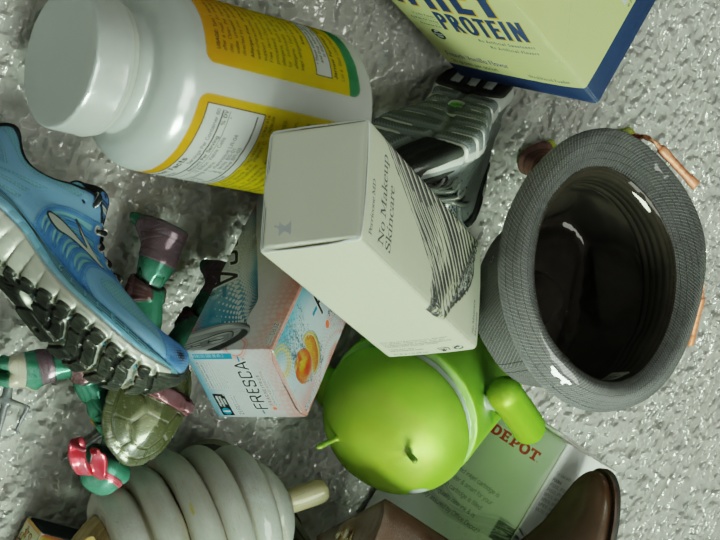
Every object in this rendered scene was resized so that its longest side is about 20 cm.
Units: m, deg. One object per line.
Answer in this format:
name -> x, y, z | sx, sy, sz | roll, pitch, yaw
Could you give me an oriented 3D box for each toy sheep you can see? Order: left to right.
toy sheep -> -0.110, 0.183, 1.038 | 0.199, 0.138, 0.139 | -15, 119, -28

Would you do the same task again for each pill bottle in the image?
pill bottle -> -0.099, -0.111, 0.953 | 0.199, 0.113, 0.113 | 8, 105, -41

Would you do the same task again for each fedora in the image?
fedora -> 0.147, 0.007, 1.078 | 0.177, 0.090, 0.201 | 40, 58, -23

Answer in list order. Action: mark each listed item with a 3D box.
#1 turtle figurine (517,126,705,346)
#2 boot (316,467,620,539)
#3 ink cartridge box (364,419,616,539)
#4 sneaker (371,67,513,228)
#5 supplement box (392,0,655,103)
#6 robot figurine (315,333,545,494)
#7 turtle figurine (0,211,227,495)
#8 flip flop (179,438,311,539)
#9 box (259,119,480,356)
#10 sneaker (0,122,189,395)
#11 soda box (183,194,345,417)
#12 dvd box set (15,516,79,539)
turtle figurine -> 0.190, -0.030, 1.189 | 0.064, 0.161, 0.201 | -38, 129, -20
boot -> 0.074, 0.192, 1.091 | 0.199, 0.064, 0.187 | 29, 82, -24
ink cartridge box -> 0.087, 0.200, 1.223 | 0.083, 0.147, 0.201 | 32, 90, -43
sneaker -> 0.055, -0.061, 1.089 | 0.200, 0.075, 0.116 | -40, 143, -54
supplement box -> 0.107, -0.255, 1.023 | 0.200, 0.134, 0.201 | 40, 75, -42
robot figurine -> 0.047, 0.085, 1.134 | 0.200, 0.174, 0.116 | -42, 128, -53
turtle figurine -> -0.151, 0.072, 1.009 | 0.201, 0.100, 0.150 | -63, 147, -12
flip flop -> -0.075, 0.199, 1.154 | 0.081, 0.058, 0.201 | -23, 115, 14
box -> 0.012, -0.015, 0.971 | 0.200, 0.068, 0.083 | 41, 48, -59
sneaker -> -0.170, -0.011, 0.923 | 0.200, 0.078, 0.090 | 47, 60, -6
soda box -> -0.044, 0.002, 1.017 | 0.201, 0.068, 0.064 | -67, 145, -43
dvd box set -> -0.217, 0.281, 1.094 | 0.146, 0.029, 0.201 | 24, 95, -42
